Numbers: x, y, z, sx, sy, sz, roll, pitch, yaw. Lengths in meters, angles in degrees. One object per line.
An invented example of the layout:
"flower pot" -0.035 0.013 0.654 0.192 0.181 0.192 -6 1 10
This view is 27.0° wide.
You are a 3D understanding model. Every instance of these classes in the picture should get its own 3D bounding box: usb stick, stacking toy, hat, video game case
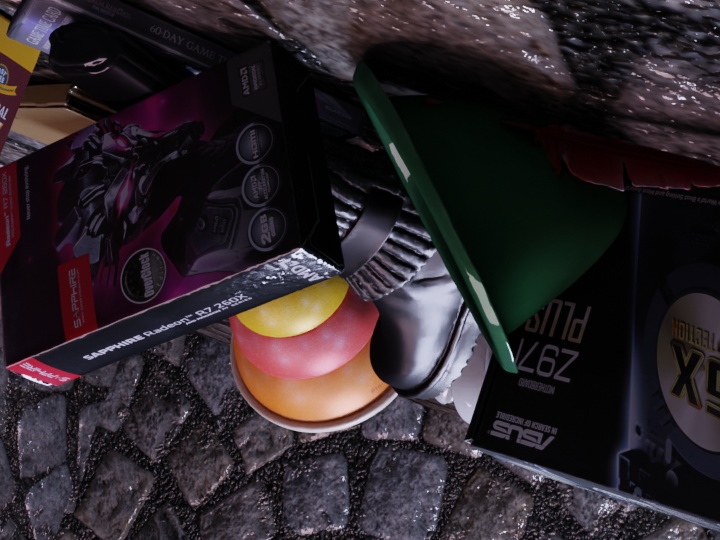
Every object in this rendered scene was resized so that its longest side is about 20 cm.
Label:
"usb stick" -0.105 -0.093 0.880 0.055 0.033 0.200 3 164 31
"stacking toy" -0.043 0.007 1.015 0.145 0.147 0.201 16 155 24
"hat" 0.115 -0.055 0.747 0.201 0.175 0.166 63 -178 26
"video game case" -0.108 -0.118 0.895 0.198 0.019 0.143 23 171 -18

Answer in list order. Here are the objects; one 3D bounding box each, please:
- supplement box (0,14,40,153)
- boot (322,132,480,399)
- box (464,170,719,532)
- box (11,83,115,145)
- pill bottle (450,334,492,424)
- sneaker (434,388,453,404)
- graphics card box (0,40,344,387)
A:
"supplement box" -0.345 -0.095 0.960 0.196 0.202 0.133 15 171 31
"boot" 0.000 -0.002 0.923 0.156 0.080 0.212 8 139 -15
"box" 0.176 0.045 0.774 0.199 0.165 0.086 14 171 40
"box" -0.206 -0.108 1.186 0.163 0.021 0.199 22 171 -37
"pill bottle" 0.170 0.072 1.065 0.198 0.111 0.109 2 164 32
"sneaker" 0.059 0.029 1.213 0.080 0.070 0.201 45 -167 -15
"graphics card box" -0.110 -0.027 0.818 0.198 0.127 0.051 -20 154 23
